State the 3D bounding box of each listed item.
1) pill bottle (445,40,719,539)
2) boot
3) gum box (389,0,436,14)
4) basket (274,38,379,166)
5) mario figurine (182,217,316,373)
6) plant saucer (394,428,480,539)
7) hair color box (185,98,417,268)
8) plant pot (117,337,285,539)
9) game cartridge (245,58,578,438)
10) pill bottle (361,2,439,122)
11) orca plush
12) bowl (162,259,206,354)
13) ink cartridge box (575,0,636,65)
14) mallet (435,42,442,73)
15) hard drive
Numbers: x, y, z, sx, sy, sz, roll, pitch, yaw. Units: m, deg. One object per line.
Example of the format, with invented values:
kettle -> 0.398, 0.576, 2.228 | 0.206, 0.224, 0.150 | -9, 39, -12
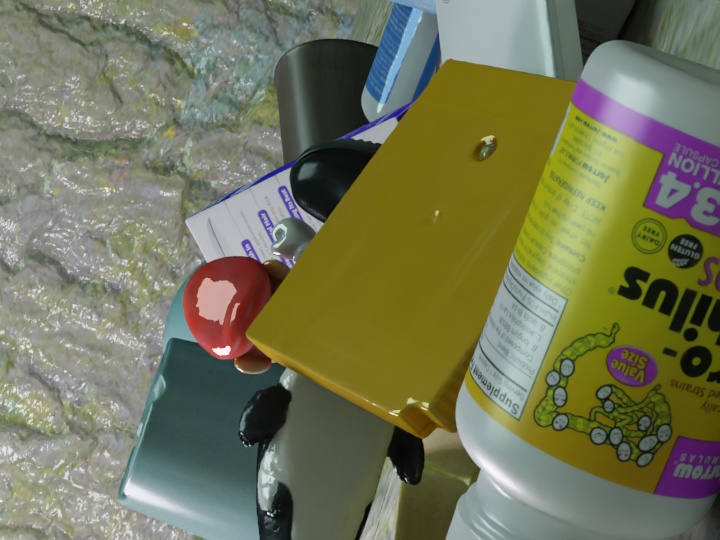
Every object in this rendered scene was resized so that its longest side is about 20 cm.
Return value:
pill bottle -> 0.099, 0.026, 0.588 | 0.104, 0.104, 0.201 | -97, 26, -74
boot -> 0.001, 0.000, 1.021 | 0.200, 0.164, 0.066 | -60, -20, -50
gum box -> 0.054, -0.282, 1.193 | 0.200, 0.169, 0.045 | -51, -34, -28
basket -> -0.005, -0.090, 1.496 | 0.136, 0.180, 0.201 | -34, 41, 39
mario figurine -> -0.029, 0.044, 1.124 | 0.124, 0.199, 0.106 | -79, 11, -46
plant saucer -> 0.068, 0.114, 0.829 | 0.201, 0.048, 0.201 | -81, 12, -49
hair color box -> -0.021, -0.036, 1.212 | 0.199, 0.110, 0.065 | -24, 9, 25
plant pot -> -0.095, 0.157, 1.375 | 0.200, 0.195, 0.202 | -161, 90, -82
game cartridge -> 0.046, -0.017, 0.834 | 0.201, 0.032, 0.176 | -54, 34, -9
pill bottle -> 0.065, -0.157, 1.259 | 0.112, 0.111, 0.201 | -88, 18, -66
orca plush -> -0.019, 0.125, 0.903 | 0.071, 0.104, 0.202 | 140, 124, -69
bowl -> -0.079, 0.073, 1.514 | 0.105, 0.200, 0.202 | 3, 75, 72
ink cartridge box -> 0.128, -0.178, 1.011 | 0.117, 0.067, 0.201 | -79, 10, -48
mallet -> 0.056, -0.159, 1.082 | 0.066, 0.041, 0.201 | -42, -28, -42
hard drive -> 0.089, -0.100, 0.936 | 0.132, 0.026, 0.202 | 145, 123, -62
